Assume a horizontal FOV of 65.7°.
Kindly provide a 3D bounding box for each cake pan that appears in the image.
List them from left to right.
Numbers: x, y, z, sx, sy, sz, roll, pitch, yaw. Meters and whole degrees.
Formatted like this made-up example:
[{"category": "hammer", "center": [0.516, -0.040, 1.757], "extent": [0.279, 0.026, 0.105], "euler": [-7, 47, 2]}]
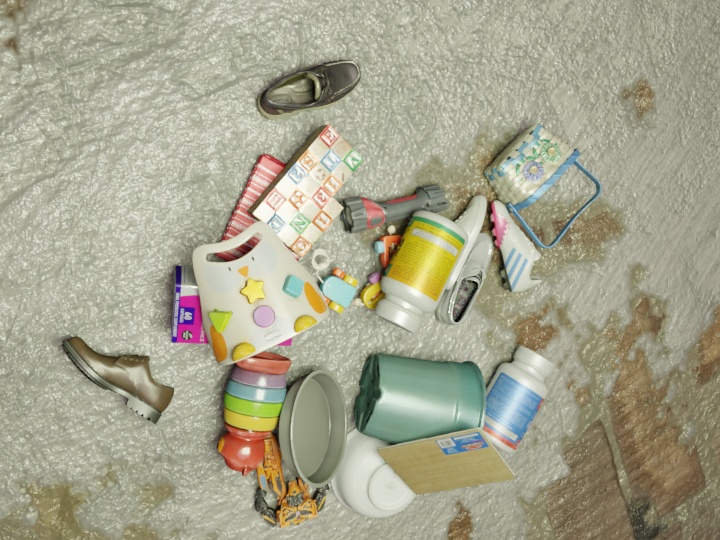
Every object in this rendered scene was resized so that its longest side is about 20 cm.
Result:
[{"category": "cake pan", "center": [-0.083, 0.280, 0.997], "extent": [0.036, 0.200, 0.202], "euler": [-6, 102, 26]}]

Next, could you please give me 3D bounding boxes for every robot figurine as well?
[{"category": "robot figurine", "center": [-0.132, 0.389, 1.043], "extent": [0.144, 0.058, 0.202], "euler": [-11, 100, -16]}]

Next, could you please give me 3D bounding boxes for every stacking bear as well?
[{"category": "stacking bear", "center": [-0.191, 0.245, 0.962], "extent": [0.113, 0.121, 0.202], "euler": [13, 86, -26]}]

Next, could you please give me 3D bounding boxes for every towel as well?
[{"category": "towel", "center": [-0.154, -0.088, 0.994], "extent": [0.144, 0.022, 0.201], "euler": [26, 90, -22]}]

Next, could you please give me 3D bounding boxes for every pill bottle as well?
[{"category": "pill bottle", "center": [0.104, 0.005, 0.996], "extent": [0.112, 0.113, 0.201], "euler": [28, 84, -20]}, {"category": "pill bottle", "center": [0.316, 0.262, 1.152], "extent": [0.112, 0.112, 0.201], "euler": [32, 87, -20]}]

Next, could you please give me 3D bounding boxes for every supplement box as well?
[{"category": "supplement box", "center": [-0.214, 0.060, 0.943], "extent": [0.198, 0.103, 0.102], "euler": [3, 107, -20]}]

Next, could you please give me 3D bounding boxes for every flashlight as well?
[{"category": "flashlight", "center": [0.062, -0.121, 1.045], "extent": [0.198, 0.068, 0.068], "euler": [-16, 93, -21]}]

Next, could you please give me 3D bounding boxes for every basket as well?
[{"category": "basket", "center": [0.356, -0.167, 1.095], "extent": [0.200, 0.139, 0.177], "euler": [44, 83, -10]}]

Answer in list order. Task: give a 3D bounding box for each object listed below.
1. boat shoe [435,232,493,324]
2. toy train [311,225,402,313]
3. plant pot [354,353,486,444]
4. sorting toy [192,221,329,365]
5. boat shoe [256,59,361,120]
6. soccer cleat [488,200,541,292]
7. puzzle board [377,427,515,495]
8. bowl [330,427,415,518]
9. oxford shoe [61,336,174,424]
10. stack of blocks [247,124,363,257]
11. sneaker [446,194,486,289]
[{"category": "boat shoe", "center": [0.216, 0.017, 1.107], "extent": [0.072, 0.068, 0.201], "euler": [35, 83, -18]}, {"category": "toy train", "center": [0.000, 0.000, 1.043], "extent": [0.198, 0.056, 0.152], "euler": [-11, 99, -20]}, {"category": "plant pot", "center": [0.102, 0.248, 1.045], "extent": [0.194, 0.200, 0.202], "euler": [15, 92, -12]}, {"category": "sorting toy", "center": [-0.167, 0.028, 0.855], "extent": [0.199, 0.107, 0.181], "euler": [-25, 94, -9]}, {"category": "boat shoe", "center": [-0.082, -0.316, 0.965], "extent": [0.199, 0.065, 0.073], "euler": [-23, 102, -16]}, {"category": "soccer cleat", "center": [0.314, -0.053, 1.124], "extent": [0.086, 0.070, 0.202], "euler": [-13, 111, 13]}, {"category": "puzzle board", "center": [0.151, 0.338, 0.986], "extent": [0.199, 0.017, 0.151], "euler": [-21, 122, 26]}, {"category": "bowl", "center": [0.047, 0.402, 1.090], "extent": [0.199, 0.090, 0.203], "euler": [-3, 99, -19]}, {"category": "oxford shoe", "center": [-0.398, 0.164, 0.926], "extent": [0.200, 0.072, 0.085], "euler": [43, 67, -22]}, {"category": "stack of blocks", "center": [-0.086, -0.138, 0.967], "extent": [0.115, 0.059, 0.200], "euler": [41, 84, -22]}, {"category": "sneaker", "center": [0.179, -0.070, 1.084], "extent": [0.084, 0.073, 0.201], "euler": [27, 78, -1]}]
